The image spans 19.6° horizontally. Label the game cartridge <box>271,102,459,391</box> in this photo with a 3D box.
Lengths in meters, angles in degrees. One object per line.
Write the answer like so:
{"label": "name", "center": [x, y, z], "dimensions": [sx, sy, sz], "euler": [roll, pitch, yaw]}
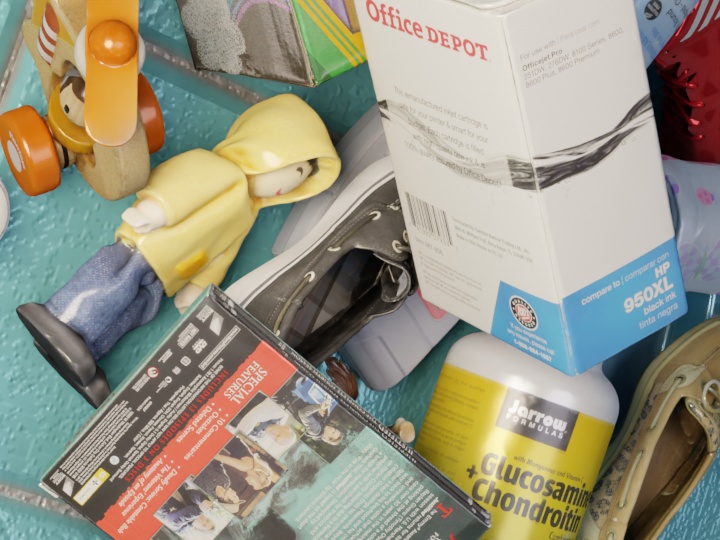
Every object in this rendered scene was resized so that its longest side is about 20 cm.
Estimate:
{"label": "game cartridge", "center": [0.041, -0.042, 1.266], "dimensions": [0.200, 0.041, 0.133], "euler": [-47, 117, -21]}

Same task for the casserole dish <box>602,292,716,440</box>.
{"label": "casserole dish", "center": [0.170, 0.058, 1.374], "dimensions": [0.120, 0.039, 0.202], "euler": [13, 90, -37]}

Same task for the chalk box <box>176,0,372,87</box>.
{"label": "chalk box", "center": [-0.037, -0.217, 1.124], "dimensions": [0.123, 0.124, 0.202], "euler": [-26, 113, -30]}

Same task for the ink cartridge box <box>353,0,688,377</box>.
{"label": "ink cartridge box", "center": [0.080, -0.068, 1.072], "dimensions": [0.084, 0.144, 0.201], "euler": [-26, 119, -23]}

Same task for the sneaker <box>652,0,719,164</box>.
{"label": "sneaker", "center": [0.197, -0.126, 1.318], "dimensions": [0.115, 0.078, 0.201], "euler": [-13, 127, -34]}

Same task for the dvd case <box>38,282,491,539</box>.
{"label": "dvd case", "center": [-0.050, 0.121, 1.115], "dimensions": [0.200, 0.022, 0.146], "euler": [39, 107, -11]}

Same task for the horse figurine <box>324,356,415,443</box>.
{"label": "horse figurine", "center": [-0.009, 0.154, 1.221], "dimensions": [0.049, 0.132, 0.202], "euler": [3, 83, -20]}

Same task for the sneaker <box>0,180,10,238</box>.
{"label": "sneaker", "center": [-0.256, -0.010, 1.029], "dimensions": [0.199, 0.071, 0.074], "euler": [-16, 107, -33]}

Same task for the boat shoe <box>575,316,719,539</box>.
{"label": "boat shoe", "center": [0.202, 0.116, 1.345], "dimensions": [0.200, 0.062, 0.073], "euler": [-52, 122, -19]}

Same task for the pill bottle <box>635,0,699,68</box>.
{"label": "pill bottle", "center": [0.116, -0.141, 1.202], "dimensions": [0.109, 0.109, 0.201], "euler": [37, 91, -34]}

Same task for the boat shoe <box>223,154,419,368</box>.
{"label": "boat shoe", "center": [0.000, 0.000, 1.166], "dimensions": [0.200, 0.066, 0.070], "euler": [-35, 129, -36]}

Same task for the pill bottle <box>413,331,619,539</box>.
{"label": "pill bottle", "center": [0.092, 0.107, 1.273], "dimensions": [0.111, 0.112, 0.202], "euler": [20, 89, -37]}

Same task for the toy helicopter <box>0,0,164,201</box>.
{"label": "toy helicopter", "center": [-0.148, -0.132, 1.052], "dimensions": [0.078, 0.132, 0.202], "euler": [-21, 104, -20]}

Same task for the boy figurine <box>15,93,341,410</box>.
{"label": "boy figurine", "center": [-0.093, -0.015, 1.139], "dimensions": [0.200, 0.064, 0.125], "euler": [-42, 155, -16]}

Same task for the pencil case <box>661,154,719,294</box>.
{"label": "pencil case", "center": [0.236, -0.022, 1.332], "dimensions": [0.199, 0.091, 0.084], "euler": [2, 56, -36]}
